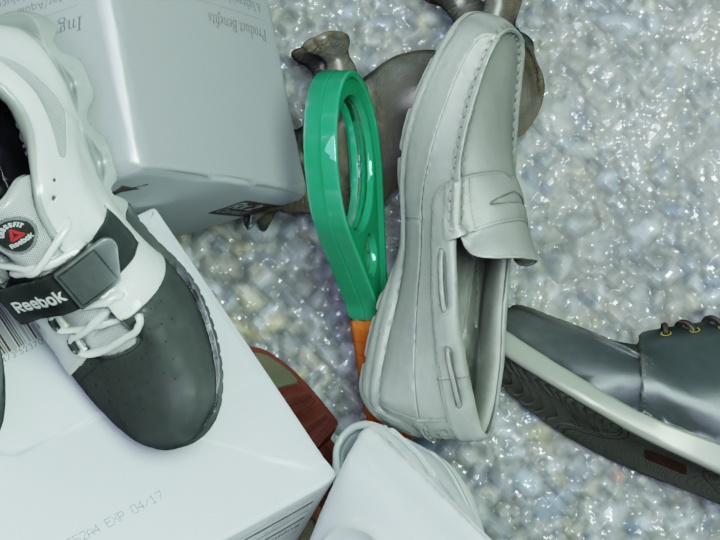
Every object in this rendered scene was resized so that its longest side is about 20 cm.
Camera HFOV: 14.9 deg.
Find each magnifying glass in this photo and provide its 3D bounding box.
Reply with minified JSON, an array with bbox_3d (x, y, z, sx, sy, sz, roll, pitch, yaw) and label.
[{"bbox_3d":[0.000,0.000,1.310,0.022,0.080,0.201,-4,117,16],"label":"magnifying glass"}]

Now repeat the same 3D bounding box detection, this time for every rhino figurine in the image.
[{"bbox_3d":[-0.003,-0.075,1.352,0.199,0.060,0.088,-25,92,6],"label":"rhino figurine"}]

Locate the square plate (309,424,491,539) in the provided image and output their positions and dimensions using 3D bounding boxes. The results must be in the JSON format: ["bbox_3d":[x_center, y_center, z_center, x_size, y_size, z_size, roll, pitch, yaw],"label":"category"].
[{"bbox_3d":[0.014,0.200,1.173,0.198,0.028,0.200,43,118,41],"label":"square plate"}]

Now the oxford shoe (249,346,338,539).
[{"bbox_3d":[-0.019,0.134,1.342,0.075,0.070,0.200,-38,84,30],"label":"oxford shoe"}]

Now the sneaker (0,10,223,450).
[{"bbox_3d":[-0.130,-0.008,1.152,0.074,0.088,0.200,-28,91,24],"label":"sneaker"}]

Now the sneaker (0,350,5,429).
[{"bbox_3d":[-0.217,-0.010,1.168,0.087,0.075,0.200,-17,61,-17],"label":"sneaker"}]

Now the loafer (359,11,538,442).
[{"bbox_3d":[0.053,-0.019,1.285,0.070,0.070,0.201,13,97,32],"label":"loafer"}]

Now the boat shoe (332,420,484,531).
[{"bbox_3d":[0.034,0.137,1.228,0.072,0.068,0.200,-37,37,15],"label":"boat shoe"}]

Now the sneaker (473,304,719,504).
[{"bbox_3d":[0.160,0.044,1.327,0.200,0.075,0.106,26,74,9],"label":"sneaker"}]

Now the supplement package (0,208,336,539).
[{"bbox_3d":[-0.144,0.095,1.233,0.200,0.111,0.156,-26,73,-28],"label":"supplement package"}]

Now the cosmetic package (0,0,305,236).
[{"bbox_3d":[-0.147,-0.114,1.295,0.165,0.165,0.201,-15,80,24],"label":"cosmetic package"}]
